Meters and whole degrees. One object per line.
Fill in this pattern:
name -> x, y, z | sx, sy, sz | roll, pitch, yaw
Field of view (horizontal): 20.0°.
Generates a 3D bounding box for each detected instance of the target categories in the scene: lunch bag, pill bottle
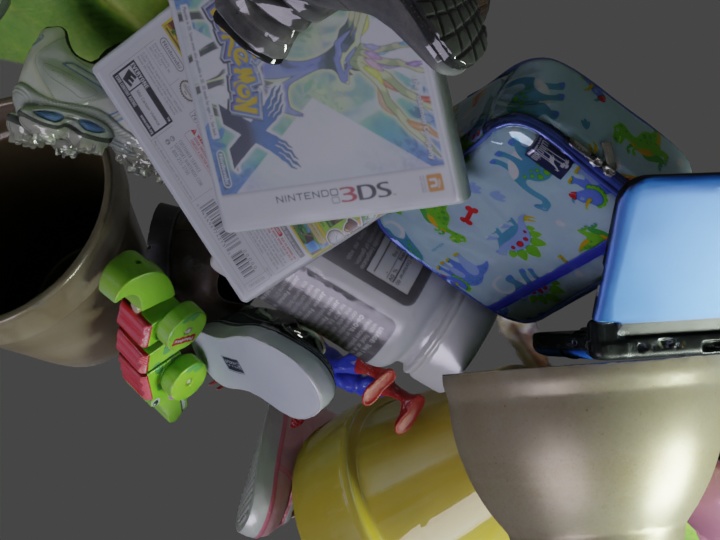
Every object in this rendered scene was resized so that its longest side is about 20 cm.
lunch bag -> 0.119, -0.049, 1.400 | 0.161, 0.083, 0.200 | 36, 145, -18
pill bottle -> 0.000, 0.000, 1.507 | 0.200, 0.114, 0.114 | 32, 144, -7

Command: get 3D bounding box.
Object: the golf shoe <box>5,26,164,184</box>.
golf shoe -> -0.158, -0.119, 1.493 | 0.200, 0.097, 0.078 | 16, 169, -37

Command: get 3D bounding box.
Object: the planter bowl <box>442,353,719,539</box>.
planter bowl -> 0.160, 0.131, 1.420 | 0.200, 0.135, 0.200 | -4, 177, 0

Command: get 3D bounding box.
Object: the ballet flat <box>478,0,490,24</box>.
ballet flat -> 0.017, -0.146, 1.370 | 0.067, 0.046, 0.200 | 39, 143, -17

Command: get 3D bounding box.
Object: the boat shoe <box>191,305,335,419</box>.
boat shoe -> -0.060, 0.061, 1.546 | 0.072, 0.068, 0.200 | 62, 159, -15

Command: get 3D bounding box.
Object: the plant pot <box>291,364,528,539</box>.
plant pot -> 0.078, 0.171, 1.621 | 0.201, 0.201, 0.189 | 41, 126, -20

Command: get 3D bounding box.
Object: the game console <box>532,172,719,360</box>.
game console -> 0.231, -0.003, 1.356 | 0.200, 0.119, 0.171 | -2, 180, -18

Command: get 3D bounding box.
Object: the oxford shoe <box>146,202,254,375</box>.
oxford shoe -> -0.121, 0.028, 1.658 | 0.084, 0.073, 0.200 | 8, 146, 7

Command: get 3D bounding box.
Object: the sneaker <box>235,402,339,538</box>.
sneaker -> -0.041, 0.168, 1.697 | 0.104, 0.200, 0.075 | 20, 111, -2

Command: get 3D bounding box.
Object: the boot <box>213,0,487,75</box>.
boot -> -0.018, -0.171, 1.275 | 0.132, 0.070, 0.200 | -46, 73, 31

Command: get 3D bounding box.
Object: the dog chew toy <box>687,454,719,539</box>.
dog chew toy -> 0.300, 0.172, 1.536 | 0.124, 0.125, 0.200 | 8, 149, 25

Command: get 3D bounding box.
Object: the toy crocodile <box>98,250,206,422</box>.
toy crocodile -> -0.162, 0.055, 1.577 | 0.068, 0.062, 0.200 | 44, 154, 23

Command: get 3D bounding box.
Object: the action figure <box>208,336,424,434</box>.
action figure -> -0.042, 0.093, 1.618 | 0.065, 0.099, 0.200 | 45, 173, -33

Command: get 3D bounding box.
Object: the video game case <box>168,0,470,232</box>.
video game case -> -0.032, -0.131, 1.339 | 0.182, 0.022, 0.200 | -7, 104, 27

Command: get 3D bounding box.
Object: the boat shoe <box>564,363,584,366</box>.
boat shoe -> 0.202, 0.154, 1.535 | 0.200, 0.073, 0.067 | 67, 155, 18

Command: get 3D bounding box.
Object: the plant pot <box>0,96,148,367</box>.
plant pot -> -0.248, -0.009, 1.610 | 0.200, 0.200, 0.174 | 7, 156, 26

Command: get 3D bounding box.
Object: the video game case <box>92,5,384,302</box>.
video game case -> -0.068, -0.103, 1.395 | 0.182, 0.023, 0.200 | -32, 91, 32

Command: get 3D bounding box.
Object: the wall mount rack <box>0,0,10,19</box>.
wall mount rack -> -0.353, -0.192, 1.522 | 0.173, 0.075, 0.200 | 27, 144, -1
